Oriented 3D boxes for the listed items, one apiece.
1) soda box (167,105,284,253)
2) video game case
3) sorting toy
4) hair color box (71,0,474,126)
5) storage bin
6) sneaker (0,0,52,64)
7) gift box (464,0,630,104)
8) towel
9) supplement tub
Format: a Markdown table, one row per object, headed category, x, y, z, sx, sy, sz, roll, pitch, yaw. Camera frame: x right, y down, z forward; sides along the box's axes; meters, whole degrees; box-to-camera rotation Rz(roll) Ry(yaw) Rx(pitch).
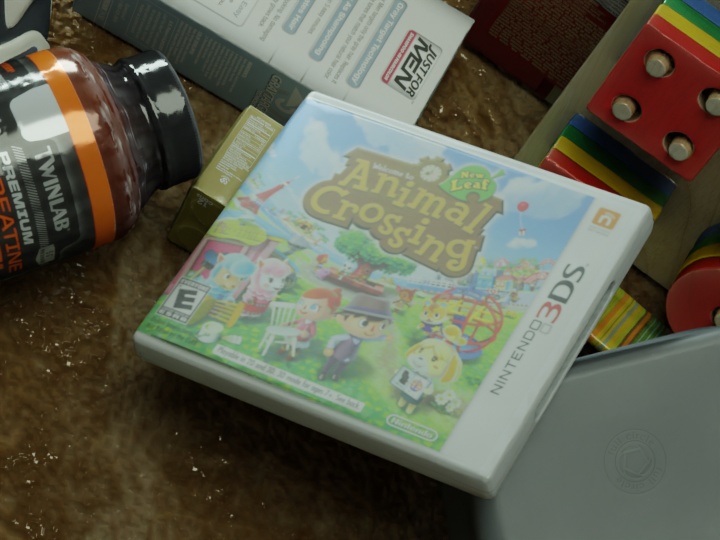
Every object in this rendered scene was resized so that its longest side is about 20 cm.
| category | x | y | z | sx | sy | sz | roll | pitch | yaw |
| --- | --- | --- | --- | --- | --- | --- | --- | --- | --- |
| soda box | 0.000 | 0.000 | 1.273 | 0.200 | 0.068 | 0.064 | 33 | 60 | -1 |
| video game case | 0.017 | 0.006 | 1.177 | 0.200 | 0.022 | 0.182 | 20 | 57 | 22 |
| sorting toy | 0.196 | -0.047 | 1.278 | 0.199 | 0.200 | 0.070 | 36 | 45 | 1 |
| hair color box | -0.049 | -0.143 | 1.331 | 0.200 | 0.061 | 0.099 | 30 | 60 | -2 |
| storage bin | 0.129 | 0.109 | 1.204 | 0.200 | 0.146 | 0.134 | -13 | 89 | -10 |
| sneaker | -0.234 | -0.167 | 1.210 | 0.199 | 0.079 | 0.130 | 13 | 94 | -38 |
| gift box | 0.196 | -0.191 | 1.360 | 0.185 | 0.200 | 0.187 | 38 | 58 | -4 |
| towel | 0.117 | 0.007 | 1.310 | 0.200 | 0.018 | 0.086 | 40 | 20 | 4 |
| supplement tub | -0.184 | -0.049 | 1.199 | 0.200 | 0.107 | 0.107 | -21 | 73 | -16 |
